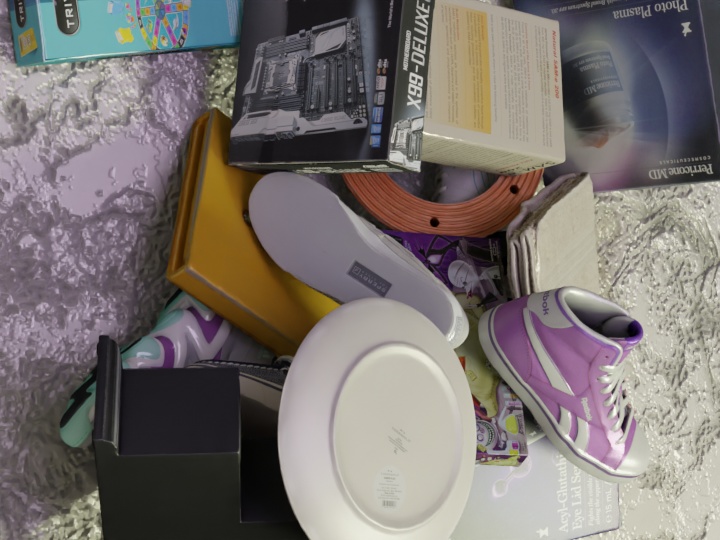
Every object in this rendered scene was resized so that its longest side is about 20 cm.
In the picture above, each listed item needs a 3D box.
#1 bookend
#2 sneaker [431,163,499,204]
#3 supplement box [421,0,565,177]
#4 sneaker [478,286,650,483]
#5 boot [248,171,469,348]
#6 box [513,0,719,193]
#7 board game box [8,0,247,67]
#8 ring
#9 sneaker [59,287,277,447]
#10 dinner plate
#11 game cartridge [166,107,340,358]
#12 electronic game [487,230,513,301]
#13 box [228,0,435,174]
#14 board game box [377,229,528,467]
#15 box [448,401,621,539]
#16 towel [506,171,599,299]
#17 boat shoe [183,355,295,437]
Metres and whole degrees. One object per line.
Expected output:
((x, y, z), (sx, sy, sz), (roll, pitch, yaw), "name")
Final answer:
((-0.088, 0.144, 1.245), (0.197, 0.201, 0.093), (-1, 47, -4), "bookend")
((0.094, -0.087, 1.550), (0.080, 0.070, 0.201), (37, 69, -6), "sneaker")
((0.073, -0.156, 1.431), (0.199, 0.073, 0.127), (8, 75, -37), "supplement box")
((0.195, 0.092, 1.386), (0.200, 0.114, 0.073), (45, 43, -25), "sneaker")
((0.000, 0.000, 1.368), (0.200, 0.096, 0.074), (40, 92, 12), "boot")
((0.263, -0.178, 1.582), (0.123, 0.199, 0.200), (-19, 101, -47), "box")
((-0.179, -0.243, 1.340), (0.199, 0.047, 0.152), (-11, 96, -38), "board game box")
((0.067, -0.119, 1.504), (0.199, 0.019, 0.202), (5, 74, -16), "ring")
((-0.127, 0.101, 1.340), (0.140, 0.078, 0.200), (51, 61, -10), "sneaker")
((0.021, 0.119, 1.239), (0.199, 0.024, 0.202), (5, 82, -42), "dinner plate")
((-0.065, -0.010, 1.391), (0.200, 0.032, 0.177), (39, 38, -32), "game cartridge")
((0.128, 0.064, 1.579), (0.199, 0.041, 0.202), (-7, 101, -38), "electronic game")
((-0.020, -0.177, 1.340), (0.050, 0.157, 0.202), (14, 80, -54), "box")
((0.068, 0.062, 1.415), (0.119, 0.032, 0.202), (1, 61, -13), "board game box")
((0.114, 0.160, 1.490), (0.198, 0.104, 0.149), (-10, 104, -23), "box")
((0.169, -0.001, 1.509), (0.200, 0.034, 0.134), (-35, 123, -62), "towel")
((-0.041, 0.085, 1.317), (0.199, 0.075, 0.093), (19, 58, -15), "boat shoe")
